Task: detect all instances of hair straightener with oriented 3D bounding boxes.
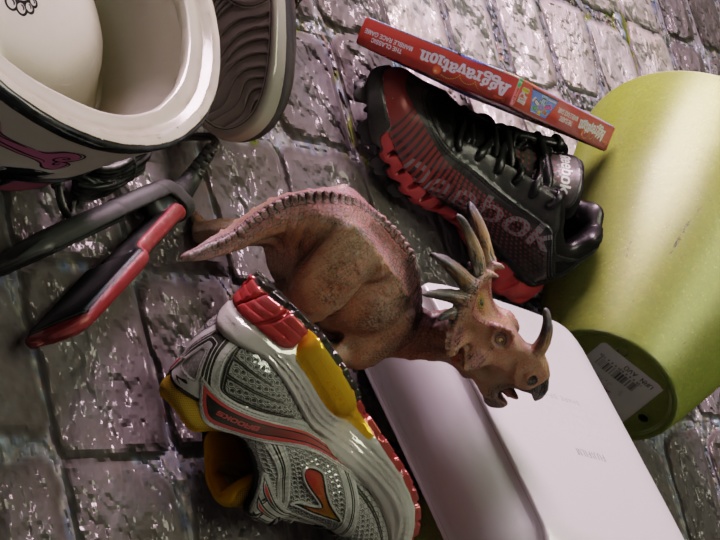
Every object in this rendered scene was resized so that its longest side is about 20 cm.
[{"bbox_3d":[-0.114,-0.038,0.969,0.077,0.041,0.200,63,28,-12],"label":"hair straightener"}]

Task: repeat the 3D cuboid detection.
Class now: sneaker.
[{"bbox_3d":[0.077,-0.061,1.262,0.200,0.097,0.071,45,38,-36],"label":"sneaker"},{"bbox_3d":[-0.036,0.085,1.006,0.078,0.082,0.201,43,-11,44],"label":"sneaker"},{"bbox_3d":[-0.049,-0.143,1.107,0.106,0.074,0.202,31,41,-50],"label":"sneaker"}]

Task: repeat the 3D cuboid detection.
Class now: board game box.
[{"bbox_3d":[0.080,-0.109,1.276,0.200,0.102,0.020,12,100,-67],"label":"board game box"}]

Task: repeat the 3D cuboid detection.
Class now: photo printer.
[{"bbox_3d":[0.095,0.111,1.149,0.166,0.069,0.201,19,38,-50],"label":"photo printer"}]

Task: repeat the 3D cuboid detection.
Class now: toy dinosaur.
[{"bbox_3d":[0.000,0.000,1.045,0.200,0.135,0.087,37,42,-44],"label":"toy dinosaur"}]

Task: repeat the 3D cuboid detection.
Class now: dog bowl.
[{"bbox_3d":[-0.153,-0.122,0.895,0.200,0.073,0.201,37,37,-33],"label":"dog bowl"}]

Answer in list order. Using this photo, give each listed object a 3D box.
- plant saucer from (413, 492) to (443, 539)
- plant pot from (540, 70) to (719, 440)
[{"bbox_3d":[0.085,0.209,1.167,0.200,0.031,0.202,38,41,-44],"label":"plant saucer"},{"bbox_3d":[0.192,0.006,1.364,0.188,0.186,0.201,56,45,-23],"label":"plant pot"}]
